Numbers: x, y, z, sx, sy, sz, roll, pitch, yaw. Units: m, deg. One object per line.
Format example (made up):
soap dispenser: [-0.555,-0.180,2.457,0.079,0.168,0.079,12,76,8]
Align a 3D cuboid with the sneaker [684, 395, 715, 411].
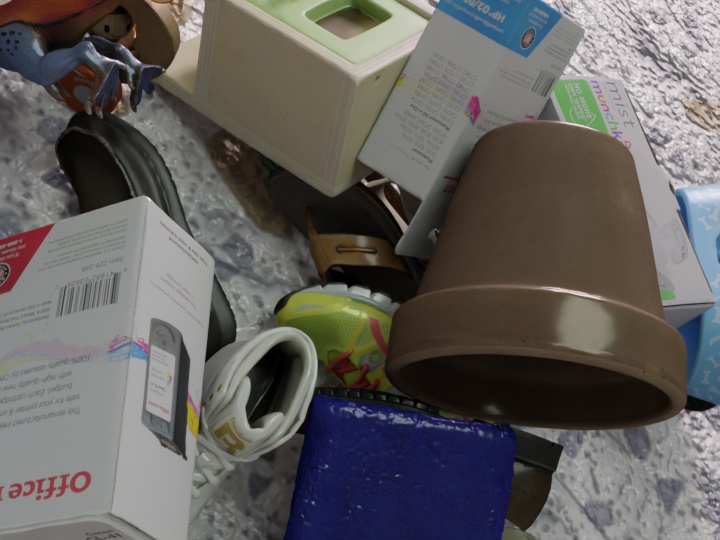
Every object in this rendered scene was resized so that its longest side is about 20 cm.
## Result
sneaker: [0.263,0.027,1.150,0.083,0.072,0.201,-31,83,-43]

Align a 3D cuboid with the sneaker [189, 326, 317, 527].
sneaker: [-0.104,0.112,0.805,0.074,0.115,0.201,41,65,-10]

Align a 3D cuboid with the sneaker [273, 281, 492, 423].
sneaker: [0.020,0.083,0.954,0.199,0.078,0.091,31,58,-12]

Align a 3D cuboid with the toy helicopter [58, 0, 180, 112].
toy helicopter: [-0.209,-0.211,0.920,0.200,0.132,0.079,40,48,-22]

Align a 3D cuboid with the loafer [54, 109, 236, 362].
loafer: [-0.158,-0.021,0.896,0.071,0.073,0.201,-24,78,-42]

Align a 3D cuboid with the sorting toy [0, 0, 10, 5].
sorting toy: [-0.285,-0.294,1.000,0.200,0.036,0.185,43,48,-5]

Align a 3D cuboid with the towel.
towel: [0.015,0.185,0.838,0.146,0.050,0.202,11,92,-18]

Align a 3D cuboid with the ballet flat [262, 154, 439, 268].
ballet flat: [0.006,-0.063,1.032,0.200,0.071,0.069,46,49,-1]

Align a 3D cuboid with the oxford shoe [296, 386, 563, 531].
oxford shoe: [0.034,0.130,0.887,0.198,0.073,0.085,17,85,-1]

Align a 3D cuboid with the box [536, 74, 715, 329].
box: [0.162,-0.023,1.042,0.096,0.176,0.202,-3,66,-35]

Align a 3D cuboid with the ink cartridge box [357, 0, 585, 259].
ink cartridge box: [0.072,-0.111,0.953,0.068,0.201,0.115,34,13,26]

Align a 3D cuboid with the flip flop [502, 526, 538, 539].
flip flop: [0.062,0.208,0.917,0.198,0.058,0.082,6,60,-31]

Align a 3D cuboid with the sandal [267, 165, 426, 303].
sandal: [0.000,0.000,0.991,0.201,0.082,0.055,52,47,-5]

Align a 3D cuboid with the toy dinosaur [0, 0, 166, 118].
toy dinosaur: [-0.223,-0.161,0.871,0.180,0.201,0.105,28,33,13]

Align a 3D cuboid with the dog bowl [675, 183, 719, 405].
dog bowl: [0.277,0.016,1.053,0.049,0.112,0.201,6,53,-4]

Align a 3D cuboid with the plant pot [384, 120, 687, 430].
plant pot: [0.125,0.001,0.881,0.199,0.200,0.176,18,70,-24]

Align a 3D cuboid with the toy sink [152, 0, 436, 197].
toy sink: [-0.046,-0.170,0.985,0.199,0.113,0.130,34,44,23]

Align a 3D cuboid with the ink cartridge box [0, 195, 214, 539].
ink cartridge box: [-0.173,0.074,0.774,0.086,0.146,0.202,46,38,-51]
